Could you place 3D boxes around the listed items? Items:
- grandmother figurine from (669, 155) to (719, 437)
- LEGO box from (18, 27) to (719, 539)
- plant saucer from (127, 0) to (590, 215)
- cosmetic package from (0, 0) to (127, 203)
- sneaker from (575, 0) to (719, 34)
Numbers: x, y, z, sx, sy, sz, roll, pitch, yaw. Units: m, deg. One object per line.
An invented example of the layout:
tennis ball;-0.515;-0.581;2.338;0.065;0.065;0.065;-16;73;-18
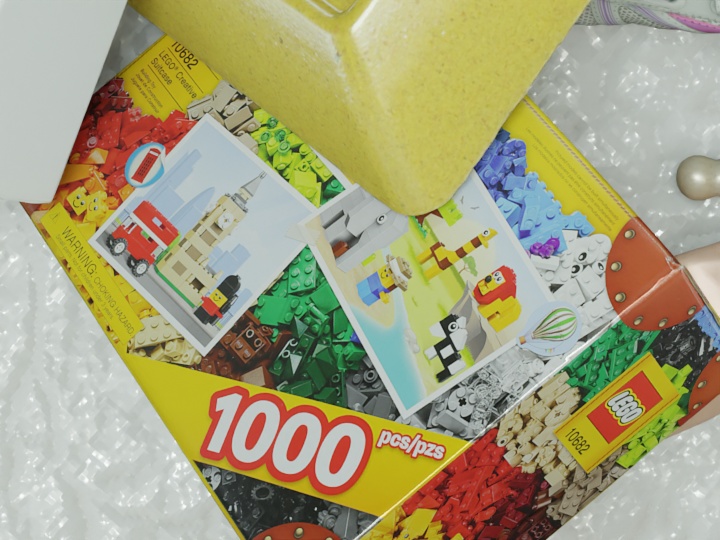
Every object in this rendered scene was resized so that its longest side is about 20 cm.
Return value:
grandmother figurine;0.153;0.012;0.820;0.199;0.061;0.122;-25;110;1
LEGO box;0.000;0.000;0.728;0.149;0.200;0.077;-40;143;2
plant saucer;0.004;-0.148;0.710;0.201;0.200;0.048;-54;143;4
cosmetic package;-0.098;-0.129;0.708;0.050;0.082;0.201;3;118;-45
sneaker;0.125;-0.119;0.776;0.198;0.088;0.082;-1;100;-6
